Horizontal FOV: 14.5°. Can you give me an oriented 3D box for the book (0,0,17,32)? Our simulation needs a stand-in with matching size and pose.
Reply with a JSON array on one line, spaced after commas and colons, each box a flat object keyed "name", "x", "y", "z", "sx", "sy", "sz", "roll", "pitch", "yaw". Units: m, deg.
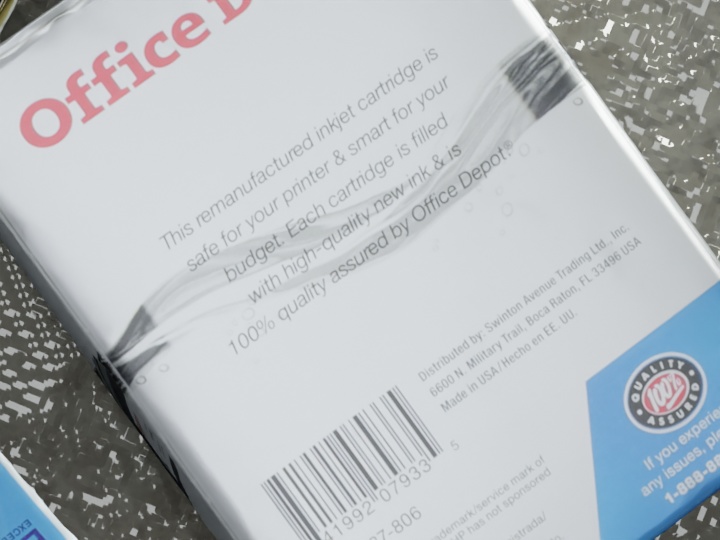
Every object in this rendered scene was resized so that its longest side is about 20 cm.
[{"name": "book", "x": -0.111, "y": -0.171, "z": 0.748, "sx": 0.134, "sy": 0.048, "sz": 0.200, "roll": 21, "pitch": 81, "yaw": 37}]

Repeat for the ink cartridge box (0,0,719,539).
[{"name": "ink cartridge box", "x": 0.000, "y": 0.000, "z": 0.754, "sx": 0.145, "sy": 0.084, "sz": 0.200, "roll": -36, "pitch": 90, "yaw": -9}]

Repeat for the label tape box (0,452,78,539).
[{"name": "label tape box", "x": -0.181, "y": 0.053, "z": 0.705, "sx": 0.143, "sy": 0.066, "sz": 0.200, "roll": -40, "pitch": 72, "yaw": -14}]
